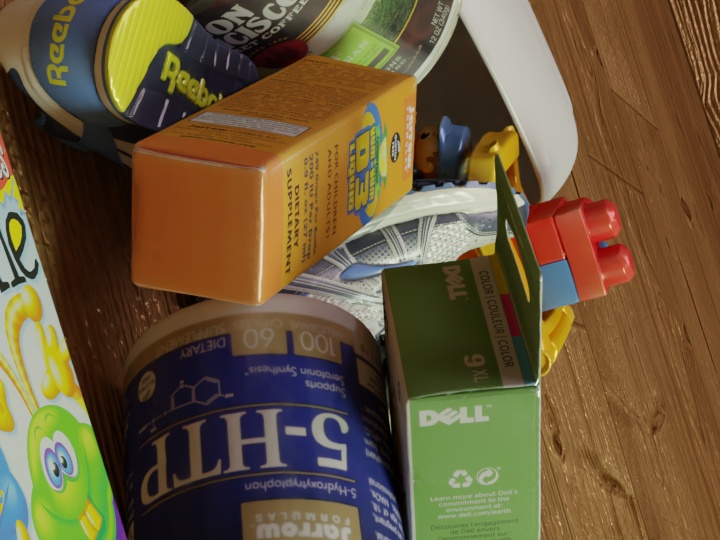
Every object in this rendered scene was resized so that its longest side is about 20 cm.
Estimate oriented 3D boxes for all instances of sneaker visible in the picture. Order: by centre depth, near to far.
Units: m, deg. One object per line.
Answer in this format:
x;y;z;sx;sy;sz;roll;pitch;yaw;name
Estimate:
-0.104;-0.082;0.857;0.200;0.082;0.074;50;52;-67;sneaker
0.000;0.000;0.966;0.077;0.200;0.085;-169;-111;-67;sneaker

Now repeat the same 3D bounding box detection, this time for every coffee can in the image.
-0.053;-0.174;0.957;0.200;0.146;0.147;16;56;-58;coffee can

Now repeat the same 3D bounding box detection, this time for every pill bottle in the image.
-0.040;0.122;0.774;0.120;0.119;0.200;45;30;-50;pill bottle

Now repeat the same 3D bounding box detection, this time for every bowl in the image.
0.051;-0.135;1.169;0.075;0.200;0.200;-38;113;-26;bowl

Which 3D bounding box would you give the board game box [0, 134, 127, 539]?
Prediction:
-0.153;0.051;0.562;0.103;0.105;0.200;-5;77;-71;board game box

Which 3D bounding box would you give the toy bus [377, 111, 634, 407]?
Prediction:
0.057;-0.022;1.071;0.200;0.192;0.136;68;21;-9;toy bus

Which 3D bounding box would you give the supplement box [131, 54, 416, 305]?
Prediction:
-0.035;-0.047;0.846;0.200;0.069;0.067;-44;139;-63;supplement box

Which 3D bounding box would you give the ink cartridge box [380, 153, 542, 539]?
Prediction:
0.044;0.062;0.801;0.104;0.059;0.200;-99;-176;-57;ink cartridge box
